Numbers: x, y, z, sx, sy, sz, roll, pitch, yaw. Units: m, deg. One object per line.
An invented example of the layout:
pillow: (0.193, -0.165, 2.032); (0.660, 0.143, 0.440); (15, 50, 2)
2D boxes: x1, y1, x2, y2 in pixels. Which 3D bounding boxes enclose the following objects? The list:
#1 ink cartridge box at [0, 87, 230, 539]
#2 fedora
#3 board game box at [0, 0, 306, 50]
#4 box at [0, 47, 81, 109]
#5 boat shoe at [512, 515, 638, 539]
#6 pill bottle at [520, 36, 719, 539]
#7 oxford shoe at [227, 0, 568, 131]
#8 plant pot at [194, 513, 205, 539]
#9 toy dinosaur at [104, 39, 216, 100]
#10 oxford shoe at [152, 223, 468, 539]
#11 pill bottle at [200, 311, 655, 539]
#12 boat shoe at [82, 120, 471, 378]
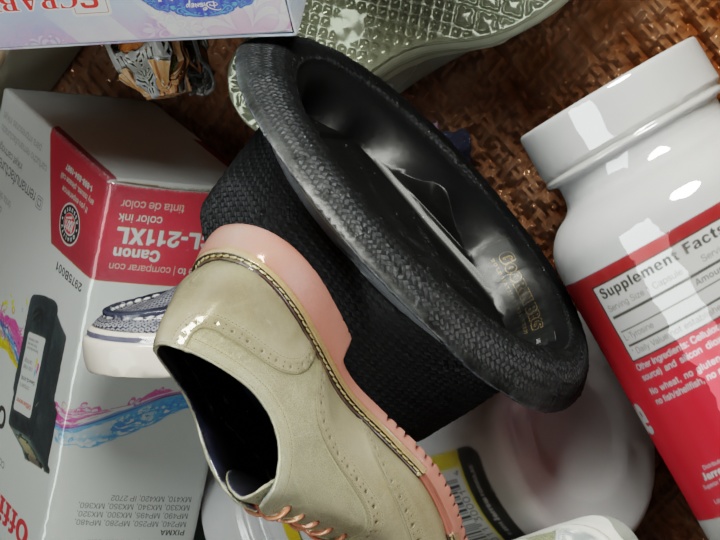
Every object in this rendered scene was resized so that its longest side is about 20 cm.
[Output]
ink cartridge box: (-0.126, 0.032, 1.415); (0.146, 0.082, 0.201); (37, 119, 56)
fedora: (0.000, 0.000, 1.235); (0.092, 0.200, 0.201); (-44, 79, 18)
board game box: (-0.135, -0.178, 1.183); (0.199, 0.041, 0.200); (-1, 130, 13)
box: (-0.199, -0.117, 1.473); (0.095, 0.078, 0.200); (49, 131, 11)
boat shoe: (0.033, 0.157, 1.268); (0.201, 0.065, 0.075); (-25, 78, 40)
pill bottle: (0.150, 0.011, 1.234); (0.112, 0.112, 0.201); (-30, 89, 42)
oxford shoe: (0.029, -0.120, 1.314); (0.199, 0.058, 0.076); (-30, 83, 27)
plant pot: (-0.165, 0.206, 1.508); (0.199, 0.196, 0.201); (15, 118, 31)
toy dinosaur: (-0.080, -0.177, 1.306); (0.102, 0.135, 0.201); (12, 101, 41)
oxford shoe: (-0.023, 0.081, 1.176); (0.071, 0.074, 0.201); (-10, 121, 44)
pill bottle: (0.026, 0.093, 1.365); (0.199, 0.114, 0.115); (-19, 97, 42)
boat shoe: (-0.034, -0.012, 1.326); (0.075, 0.199, 0.093); (14, 112, 60)
